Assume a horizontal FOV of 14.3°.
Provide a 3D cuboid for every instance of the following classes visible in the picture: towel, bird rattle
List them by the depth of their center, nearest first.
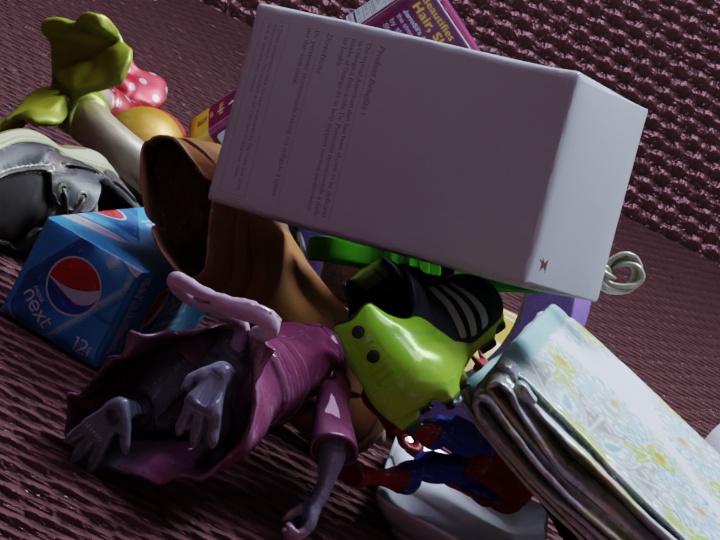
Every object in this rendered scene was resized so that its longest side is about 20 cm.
[{"bbox_3d":[0.141,0.103,1.641,0.171,0.048,0.200,45,18,3],"label":"towel"},{"bbox_3d":[-0.169,-0.092,1.984,0.163,0.113,0.200,44,0,15],"label":"bird rattle"}]

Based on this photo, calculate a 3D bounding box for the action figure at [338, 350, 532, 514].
[{"bbox_3d":[0.043,0.089,1.651,0.200,0.065,0.099,17,23,-51],"label":"action figure"}]

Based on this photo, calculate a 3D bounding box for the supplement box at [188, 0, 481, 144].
[{"bbox_3d":[-0.003,-0.098,1.964,0.131,0.199,0.103,56,5,-12],"label":"supplement box"}]

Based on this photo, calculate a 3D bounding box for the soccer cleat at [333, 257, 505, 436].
[{"bbox_3d":[0.031,0.024,1.564,0.081,0.067,0.200,55,15,-6],"label":"soccer cleat"}]

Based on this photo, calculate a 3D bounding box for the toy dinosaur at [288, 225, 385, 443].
[{"bbox_3d":[0.000,0.000,1.796,0.135,0.201,0.086,14,31,25],"label":"toy dinosaur"}]

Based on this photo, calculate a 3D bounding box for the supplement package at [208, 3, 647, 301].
[{"bbox_3d":[0.038,-0.065,1.588,0.199,0.118,0.117,16,0,25],"label":"supplement package"}]

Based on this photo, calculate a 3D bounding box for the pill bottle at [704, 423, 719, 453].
[{"bbox_3d":[0.292,0.171,1.920,0.119,0.120,0.200,27,10,-8],"label":"pill bottle"}]

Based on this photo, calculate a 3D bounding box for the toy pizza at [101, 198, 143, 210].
[{"bbox_3d":[-0.135,-0.021,1.988,0.199,0.032,0.200,28,10,-5],"label":"toy pizza"}]

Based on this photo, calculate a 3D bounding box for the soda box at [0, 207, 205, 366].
[{"bbox_3d":[-0.141,0.007,1.711,0.068,0.064,0.200,30,8,10],"label":"soda box"}]

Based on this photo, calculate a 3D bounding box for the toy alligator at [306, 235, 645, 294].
[{"bbox_3d":[0.066,-0.002,1.701,0.199,0.060,0.054,5,-5,-4],"label":"toy alligator"}]

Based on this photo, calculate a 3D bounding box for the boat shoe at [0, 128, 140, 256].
[{"bbox_3d":[-0.191,-0.043,1.799,0.065,0.073,0.200,33,15,19],"label":"boat shoe"}]

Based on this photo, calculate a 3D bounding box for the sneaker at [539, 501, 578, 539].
[{"bbox_3d":[0.150,0.140,1.725,0.200,0.076,0.079,45,22,17],"label":"sneaker"}]

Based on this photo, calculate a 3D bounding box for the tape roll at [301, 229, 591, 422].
[{"bbox_3d":[0.048,0.003,1.859,0.200,0.201,0.066,30,10,12],"label":"tape roll"}]

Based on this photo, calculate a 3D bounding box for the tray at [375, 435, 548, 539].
[{"bbox_3d":[0.058,0.144,1.678,0.107,0.022,0.200,28,9,0],"label":"tray"}]

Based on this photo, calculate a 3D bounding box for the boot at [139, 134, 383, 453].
[{"bbox_3d":[-0.063,0.015,1.666,0.201,0.074,0.155,60,9,16],"label":"boot"}]

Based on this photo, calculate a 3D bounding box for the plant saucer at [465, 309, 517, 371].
[{"bbox_3d":[0.082,0.055,2.023,0.199,0.049,0.200,25,10,-22],"label":"plant saucer"}]

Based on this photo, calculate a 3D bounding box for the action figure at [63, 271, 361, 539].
[{"bbox_3d":[-0.063,0.051,1.475,0.134,0.150,0.200,26,21,27],"label":"action figure"}]
